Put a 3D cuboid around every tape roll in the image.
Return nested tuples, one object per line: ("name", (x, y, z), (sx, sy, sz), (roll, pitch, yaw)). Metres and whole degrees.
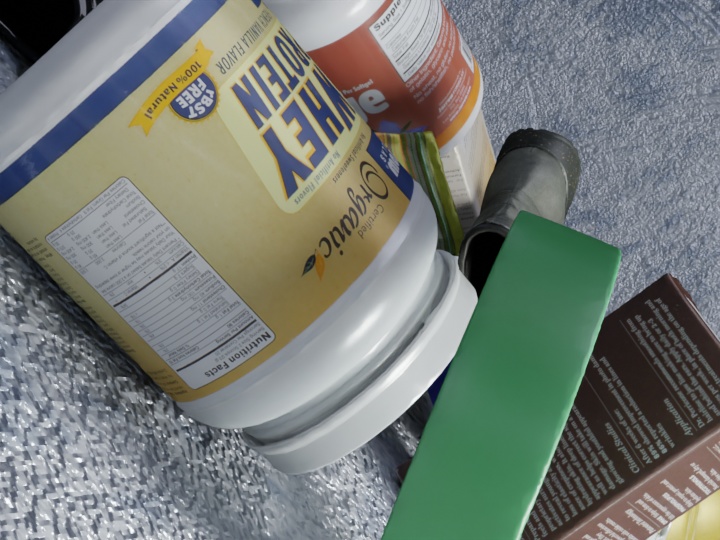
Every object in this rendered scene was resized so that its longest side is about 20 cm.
("tape roll", (0.052, 0.075, 0.550), (0.048, 0.201, 0.200), (22, 10, 7))

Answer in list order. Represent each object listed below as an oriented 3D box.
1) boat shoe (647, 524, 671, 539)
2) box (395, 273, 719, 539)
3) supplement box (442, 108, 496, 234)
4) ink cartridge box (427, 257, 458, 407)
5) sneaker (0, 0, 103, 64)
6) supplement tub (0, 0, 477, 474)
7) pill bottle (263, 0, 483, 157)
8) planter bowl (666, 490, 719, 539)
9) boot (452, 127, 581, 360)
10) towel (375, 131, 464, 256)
("boat shoe", (0.173, 0.167, 0.863), (0.202, 0.075, 0.086), (-27, 90, -41))
("box", (0.130, 0.106, 0.737), (0.075, 0.200, 0.100), (42, 16, -50))
("supplement box", (0.073, -0.062, 1.070), (0.126, 0.073, 0.200), (-78, 154, -50))
("ink cartridge box", (0.055, 0.034, 0.869), (0.200, 0.041, 0.200), (-85, 158, -60))
("sneaker", (-0.190, -0.182, 0.700), (0.200, 0.072, 0.083), (53, 13, 5))
("supplement tub", (-0.058, -0.024, 0.554), (0.200, 0.144, 0.144), (48, 12, -16))
("pill bottle", (-0.009, -0.156, 0.798), (0.200, 0.112, 0.112), (49, 10, -48))
("planter bowl", (0.257, 0.171, 1.023), (0.200, 0.083, 0.201), (6, 90, -88))
("boot", (0.081, 0.025, 0.762), (0.131, 0.068, 0.200), (-58, 154, -46))
("towel", (-0.032, -0.045, 0.721), (0.200, 0.018, 0.086), (-1, 60, -32))
